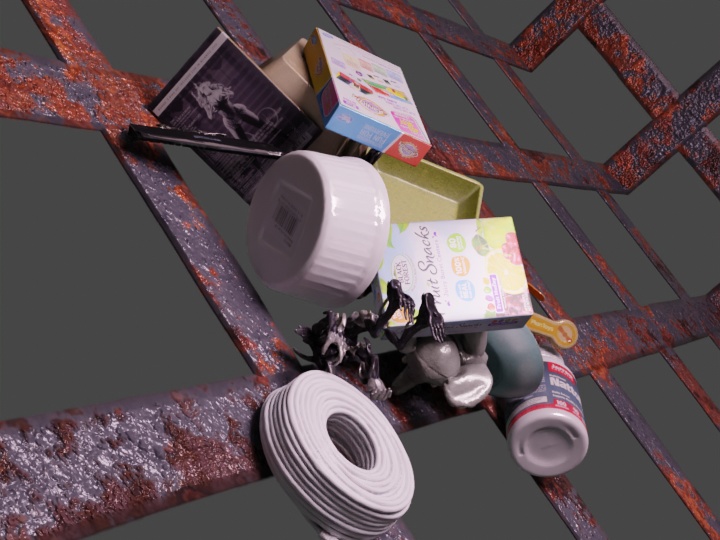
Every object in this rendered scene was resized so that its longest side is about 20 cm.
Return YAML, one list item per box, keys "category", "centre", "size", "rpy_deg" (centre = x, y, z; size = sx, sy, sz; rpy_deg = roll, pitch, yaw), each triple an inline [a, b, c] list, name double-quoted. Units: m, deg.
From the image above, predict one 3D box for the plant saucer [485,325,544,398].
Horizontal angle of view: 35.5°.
- category: "plant saucer"
  centre: [0.169, 0.115, 1.618]
  size: [0.201, 0.201, 0.039]
  rpy_deg: [47, 54, 0]

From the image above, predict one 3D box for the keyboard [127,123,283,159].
- category: "keyboard"
  centre: [-0.207, -0.170, 1.482]
  size: [0.197, 0.021, 0.127]
  rpy_deg: [7, 13, -20]

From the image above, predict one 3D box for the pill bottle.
- category: "pill bottle"
  centre: [0.275, 0.204, 1.707]
  size: [0.119, 0.119, 0.201]
  rpy_deg: [38, 25, -19]

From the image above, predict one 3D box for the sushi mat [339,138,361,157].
- category: "sushi mat"
  centre: [-0.034, -0.139, 1.613]
  size: [0.012, 0.201, 0.096]
  rpy_deg: [26, 29, -11]

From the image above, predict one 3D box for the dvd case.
- category: "dvd case"
  centre: [-0.172, -0.208, 1.544]
  size: [0.200, 0.149, 0.016]
  rpy_deg: [43, 15, -9]

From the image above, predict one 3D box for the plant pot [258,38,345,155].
- category: "plant pot"
  centre: [-0.106, -0.218, 1.636]
  size: [0.200, 0.177, 0.200]
  rpy_deg: [43, 24, -8]

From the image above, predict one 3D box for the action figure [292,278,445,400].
- category: "action figure"
  centre: [-0.001, 0.091, 1.343]
  size: [0.118, 0.199, 0.103]
  rpy_deg: [31, 43, -34]

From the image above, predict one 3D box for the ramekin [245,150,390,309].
- category: "ramekin"
  centre: [-0.062, -0.057, 1.450]
  size: [0.097, 0.201, 0.202]
  rpy_deg: [13, 40, -40]

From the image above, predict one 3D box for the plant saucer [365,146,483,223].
- category: "plant saucer"
  centre: [0.081, -0.086, 1.730]
  size: [0.198, 0.048, 0.201]
  rpy_deg: [21, 49, -8]

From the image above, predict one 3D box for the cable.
- category: "cable"
  centre: [-0.026, 0.205, 1.260]
  size: [0.200, 0.069, 0.200]
  rpy_deg: [47, 24, -3]

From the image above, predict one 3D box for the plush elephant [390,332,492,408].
- category: "plush elephant"
  centre: [0.104, 0.115, 1.518]
  size: [0.165, 0.200, 0.154]
  rpy_deg: [51, 46, 7]

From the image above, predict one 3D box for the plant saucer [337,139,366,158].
- category: "plant saucer"
  centre: [-0.067, -0.244, 1.783]
  size: [0.029, 0.200, 0.201]
  rpy_deg: [-38, 85, -22]

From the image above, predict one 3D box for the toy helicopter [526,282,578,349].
- category: "toy helicopter"
  centre: [0.246, 0.064, 1.733]
  size: [0.198, 0.134, 0.079]
  rpy_deg: [20, -13, -11]

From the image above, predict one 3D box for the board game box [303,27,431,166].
- category: "board game box"
  centre: [0.006, -0.242, 1.556]
  size: [0.152, 0.040, 0.201]
  rpy_deg: [21, 33, -28]

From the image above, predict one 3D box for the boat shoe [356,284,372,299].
- category: "boat shoe"
  centre: [0.000, 0.000, 1.533]
  size: [0.197, 0.074, 0.074]
  rpy_deg: [8, -7, 20]

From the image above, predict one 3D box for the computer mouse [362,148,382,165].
- category: "computer mouse"
  centre: [-0.031, -0.100, 1.632]
  size: [0.046, 0.140, 0.201]
  rpy_deg: [36, 35, -18]

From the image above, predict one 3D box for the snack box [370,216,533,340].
- category: "snack box"
  centre: [0.113, 0.009, 1.457]
  size: [0.197, 0.053, 0.144]
  rpy_deg: [-4, 66, -14]
